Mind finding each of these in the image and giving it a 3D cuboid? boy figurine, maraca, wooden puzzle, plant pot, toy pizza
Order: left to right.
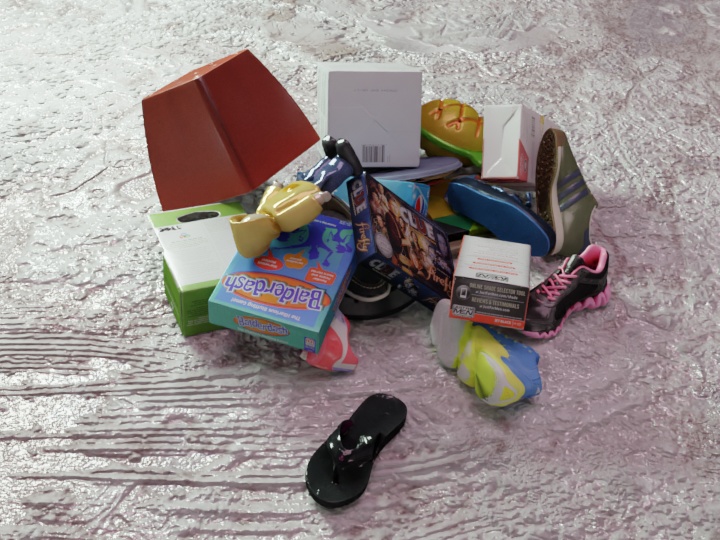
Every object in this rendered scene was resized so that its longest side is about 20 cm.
[{"bbox_3d":[-0.216,-0.220,1.704,0.198,0.178,0.200,-12,20,39],"label":"plant pot"},{"bbox_3d":[-0.093,-0.094,1.464,0.199,0.065,0.124,-39,32,-18],"label":"boy figurine"},{"bbox_3d":[0.066,-0.151,1.793,0.197,0.032,0.200,-7,13,2],"label":"toy pizza"},{"bbox_3d":[0.154,-0.097,1.765,0.183,0.038,0.200,-13,39,-23],"label":"wooden puzzle"},{"bbox_3d":[0.171,-0.221,1.883,0.199,0.108,0.137,34,34,23],"label":"maraca"}]

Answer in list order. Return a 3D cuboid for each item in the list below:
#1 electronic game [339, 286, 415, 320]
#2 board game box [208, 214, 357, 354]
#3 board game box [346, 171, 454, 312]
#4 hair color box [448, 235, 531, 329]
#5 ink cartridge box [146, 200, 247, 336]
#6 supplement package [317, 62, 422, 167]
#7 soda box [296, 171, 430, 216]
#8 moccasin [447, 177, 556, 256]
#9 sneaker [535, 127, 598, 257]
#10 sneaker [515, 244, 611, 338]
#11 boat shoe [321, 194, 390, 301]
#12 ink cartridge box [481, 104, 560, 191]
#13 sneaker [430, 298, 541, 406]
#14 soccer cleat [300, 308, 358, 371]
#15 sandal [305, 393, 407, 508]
[{"bbox_3d":[0.000,0.000,1.606,0.197,0.042,0.201,-1,41,1],"label":"electronic game"},{"bbox_3d":[-0.092,0.004,1.459,0.150,0.045,0.201,15,48,10],"label":"board game box"},{"bbox_3d":[0.061,-0.032,1.524,0.034,0.199,0.137,-29,51,27],"label":"board game box"},{"bbox_3d":[0.176,0.012,1.497,0.100,0.062,0.200,9,17,7],"label":"hair color box"},{"bbox_3d":[-0.206,-0.010,1.567,0.146,0.077,0.200,-11,37,-20],"label":"ink cartridge box"},{"bbox_3d":[0.010,-0.257,1.822,0.150,0.153,0.200,-1,14,-7],"label":"supplement package"},{"bbox_3d":[0.001,-0.105,1.680,0.198,0.069,0.064,8,4,27],"label":"soda box"},{"bbox_3d":[0.222,-0.095,1.691,0.068,0.081,0.199,-26,52,-39],"label":"moccasin"},{"bbox_3d":[0.323,-0.115,1.726,0.089,0.067,0.203,8,74,-20],"label":"sneaker"},{"bbox_3d":[0.281,0.023,1.565,0.199,0.096,0.079,-27,48,-35],"label":"sneaker"},{"bbox_3d":[-0.014,-0.035,1.567,0.073,0.061,0.201,-14,42,-14],"label":"boat shoe"},{"bbox_3d":[0.263,-0.191,1.797,0.067,0.118,0.199,2,-3,29],"label":"ink cartridge box"},{"bbox_3d":[0.169,0.111,1.465,0.104,0.076,0.201,8,30,-29],"label":"sneaker"},{"bbox_3d":[-0.052,0.056,1.501,0.076,0.067,0.201,23,33,-28],"label":"soccer cleat"},{"bbox_3d":[-0.006,0.200,1.319,0.074,0.048,0.201,18,37,17],"label":"sandal"}]
